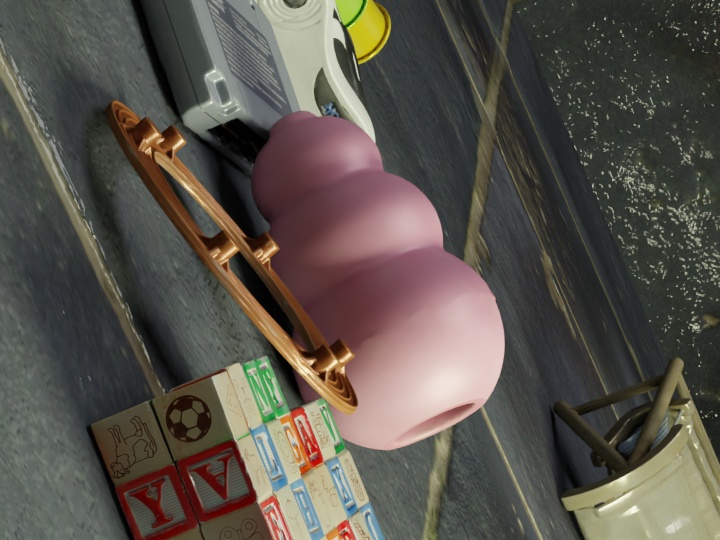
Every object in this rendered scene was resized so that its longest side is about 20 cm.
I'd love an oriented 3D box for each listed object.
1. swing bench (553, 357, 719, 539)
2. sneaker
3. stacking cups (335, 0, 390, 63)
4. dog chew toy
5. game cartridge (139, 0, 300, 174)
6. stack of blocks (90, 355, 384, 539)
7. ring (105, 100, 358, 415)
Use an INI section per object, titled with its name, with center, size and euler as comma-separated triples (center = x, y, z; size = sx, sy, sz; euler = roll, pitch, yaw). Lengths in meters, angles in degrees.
[swing bench]
center = 0.274, 0.222, 2.360
size = 0.200, 0.130, 0.199
euler = -87, 153, -65
[sneaker]
center = -0.049, -0.168, 1.729
size = 0.112, 0.073, 0.200
euler = -102, 174, -55
[stacking cups]
center = -0.040, -0.230, 1.892
size = 0.200, 0.060, 0.061
euler = 55, 17, -51
[dog chew toy]
center = 0.000, 0.000, 1.492
size = 0.200, 0.124, 0.125
euler = 64, 10, 12
[game cartridge]
center = -0.083, -0.130, 1.552
size = 0.200, 0.041, 0.133
euler = 37, 36, -70
[stack of blocks]
center = -0.050, 0.103, 1.187
size = 0.200, 0.059, 0.115
euler = -11, 79, -79
[ring]
center = -0.060, -0.010, 1.315
size = 0.200, 0.019, 0.200
euler = 50, 4, -5
